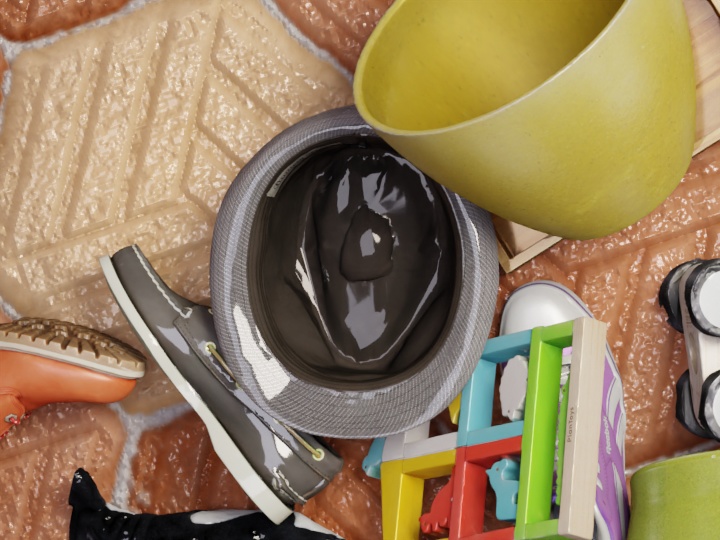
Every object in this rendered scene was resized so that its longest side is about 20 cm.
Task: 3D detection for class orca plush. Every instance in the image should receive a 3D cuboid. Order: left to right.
[{"bbox_3d":[-0.092,0.173,1.744,0.199,0.071,0.105,27,94,7],"label":"orca plush"}]

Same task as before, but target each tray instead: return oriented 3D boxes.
[{"bbox_3d":[0.150,-0.093,1.725,0.200,0.037,0.099,-32,86,6],"label":"tray"}]

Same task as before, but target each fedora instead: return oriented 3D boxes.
[{"bbox_3d":[0.000,0.000,1.719,0.176,0.090,0.201,-4,91,8],"label":"fedora"}]

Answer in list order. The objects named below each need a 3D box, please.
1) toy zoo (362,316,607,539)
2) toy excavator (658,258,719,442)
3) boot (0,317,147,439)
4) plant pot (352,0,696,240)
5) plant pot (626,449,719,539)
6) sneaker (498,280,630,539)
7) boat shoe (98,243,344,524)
[{"bbox_3d":[0.070,0.107,1.683,0.200,0.020,0.132,-17,62,50],"label":"toy zoo"},{"bbox_3d":[0.285,0.005,1.687,0.199,0.100,0.195,-7,89,-5],"label":"toy excavator"},{"bbox_3d":[-0.229,0.081,1.768,0.199,0.075,0.108,3,94,17],"label":"boot"},{"bbox_3d":[0.116,-0.102,1.631,0.200,0.200,0.142,-34,121,7],"label":"plant pot"},{"bbox_3d":[0.232,0.206,1.650,0.200,0.200,0.194,-7,77,8],"label":"plant pot"},{"bbox_3d":[0.126,0.103,1.691,0.072,0.114,0.201,-14,87,10],"label":"sneaker"},{"bbox_3d":[-0.087,0.060,1.741,0.060,0.072,0.201,-36,81,2],"label":"boat shoe"}]
